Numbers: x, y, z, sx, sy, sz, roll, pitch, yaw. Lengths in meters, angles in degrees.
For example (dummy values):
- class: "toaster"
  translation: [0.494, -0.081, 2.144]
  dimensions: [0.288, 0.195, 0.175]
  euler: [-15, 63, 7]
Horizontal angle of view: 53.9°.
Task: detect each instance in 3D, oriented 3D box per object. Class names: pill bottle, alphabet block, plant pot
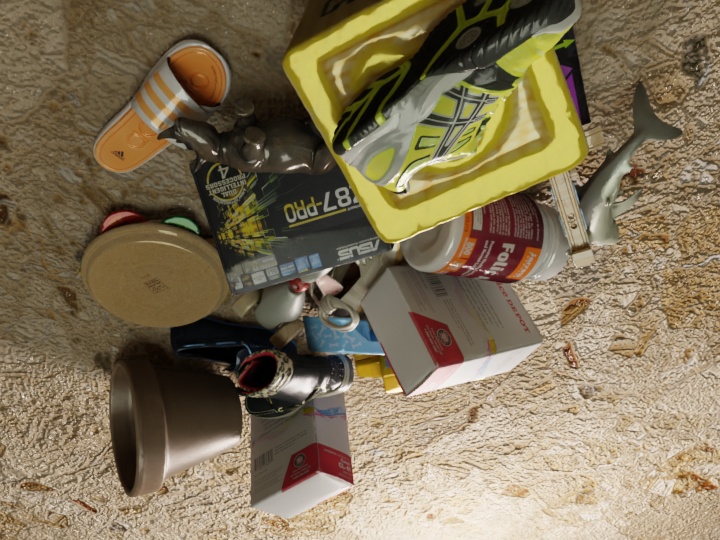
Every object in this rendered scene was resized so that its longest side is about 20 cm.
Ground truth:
- class: "pill bottle"
  translation: [0.155, -0.045, 0.867]
  dimensions: [0.198, 0.115, 0.114]
  euler: [7, 138, -32]
- class: "alphabet block"
  translation: [0.065, -0.178, 0.633]
  dimensions: [0.195, 0.201, 0.196]
  euler: [-24, 120, 17]
- class: "plant pot"
  translation: [-0.282, 0.228, 1.095]
  dimensions: [0.173, 0.201, 0.201]
  euler: [-4, 142, -31]

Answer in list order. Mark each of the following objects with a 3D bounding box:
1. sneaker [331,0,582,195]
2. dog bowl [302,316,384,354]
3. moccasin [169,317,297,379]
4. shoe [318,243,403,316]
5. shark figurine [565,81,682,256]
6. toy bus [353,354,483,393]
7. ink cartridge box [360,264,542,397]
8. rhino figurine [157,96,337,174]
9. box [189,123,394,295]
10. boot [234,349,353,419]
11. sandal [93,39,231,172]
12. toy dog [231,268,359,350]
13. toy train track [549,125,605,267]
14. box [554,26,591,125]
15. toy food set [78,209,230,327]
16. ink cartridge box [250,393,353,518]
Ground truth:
- class: "sneaker"
  translation: [0.072, -0.130, 0.510]
  dimensions: [0.199, 0.076, 0.076]
  euler: [-30, 125, 32]
- class: "dog bowl"
  translation: [0.014, 0.094, 1.020]
  dimensions: [0.197, 0.050, 0.111]
  euler: [3, 176, -11]
- class: "moccasin"
  translation: [-0.189, 0.124, 1.056]
  dimensions: [0.198, 0.069, 0.081]
  euler: [12, 134, -23]
- class: "shoe"
  translation: [0.000, 0.000, 0.940]
  dimensions: [0.053, 0.070, 0.201]
  euler: [-4, 144, -32]
- class: "shark figurine"
  translation: [0.282, -0.107, 0.849]
  dimensions: [0.127, 0.090, 0.216]
  euler: [-24, 144, -24]
- class: "toy bus"
  translation: [0.090, 0.138, 1.099]
  dimensions: [0.197, 0.079, 0.065]
  euler: [-9, 138, 3]
- class: "ink cartridge box"
  translation: [0.120, 0.068, 0.928]
  dimensions: [0.198, 0.149, 0.086]
  euler: [-4, 146, -38]
- class: "rhino figurine"
  translation: [-0.109, -0.132, 0.726]
  dimensions: [0.197, 0.061, 0.088]
  euler: [-1, 161, -3]
- class: "box"
  translation: [-0.076, -0.076, 0.810]
  dimensions: [0.198, 0.049, 0.163]
  euler: [-15, 101, 9]
- class: "boot"
  translation: [-0.128, 0.158, 0.998]
  dimensions: [0.202, 0.074, 0.153]
  euler: [-24, 156, 33]
- class: "sandal"
  translation: [-0.214, -0.155, 0.758]
  dimensions: [0.206, 0.060, 0.079]
  euler: [-36, 130, 28]
- class: "toy dog"
  translation: [-0.079, 0.020, 0.938]
  dimensions: [0.199, 0.096, 0.133]
  euler: [-20, 108, 36]
- class: "toy train track"
  translation: [0.227, -0.089, 0.794]
  dimensions: [0.113, 0.033, 0.202]
  euler: [-17, 114, 18]
- class: "box"
  translation: [0.143, -0.190, 0.782]
  dimensions: [0.198, 0.036, 0.143]
  euler: [-18, 136, 15]
- class: "toy food set"
  translation: [-0.266, 0.002, 0.930]
  dimensions: [0.199, 0.049, 0.197]
  euler: [-34, 131, 27]
- class: "ink cartridge box"
  translation: [-0.096, 0.258, 1.105]
  dimensions: [0.147, 0.202, 0.085]
  euler: [-34, 132, 28]
